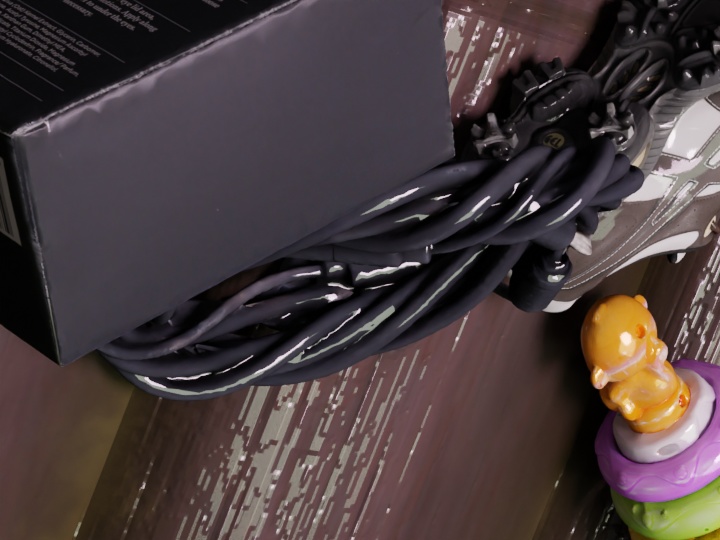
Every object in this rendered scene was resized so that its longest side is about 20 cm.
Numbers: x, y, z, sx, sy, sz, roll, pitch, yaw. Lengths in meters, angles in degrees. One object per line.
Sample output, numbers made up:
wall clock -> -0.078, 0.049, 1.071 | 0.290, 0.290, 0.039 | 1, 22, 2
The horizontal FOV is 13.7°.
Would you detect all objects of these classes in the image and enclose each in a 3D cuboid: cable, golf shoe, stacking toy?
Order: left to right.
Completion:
cable -> 0.000, 0.000, 1.025 | 0.199, 0.163, 0.051 | -7, 78, -27
golf shoe -> 0.125, -0.061, 1.167 | 0.200, 0.078, 0.095 | -33, 139, -15
stacking toy -> 0.141, 0.081, 1.247 | 0.200, 0.109, 0.116 | 52, 58, -35

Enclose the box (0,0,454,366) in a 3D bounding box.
box -> -0.091, -0.070, 0.847 | 0.141, 0.200, 0.079 | -30, 130, -27
